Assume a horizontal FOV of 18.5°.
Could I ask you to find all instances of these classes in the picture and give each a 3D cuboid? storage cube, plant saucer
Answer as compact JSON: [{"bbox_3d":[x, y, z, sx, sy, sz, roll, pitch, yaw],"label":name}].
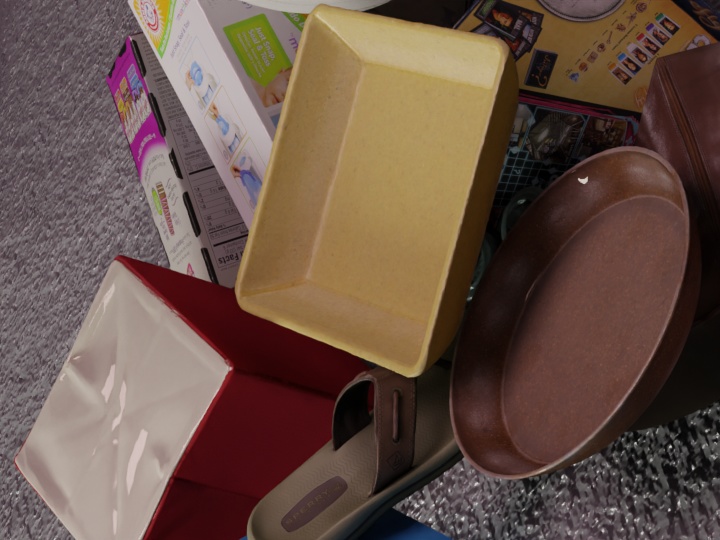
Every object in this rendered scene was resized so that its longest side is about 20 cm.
[{"bbox_3d":[-0.098,0.117,1.495,0.200,0.179,0.171,39,105,47],"label":"storage cube"},{"bbox_3d":[0.123,0.028,1.222,0.200,0.034,0.201,-44,31,34],"label":"plant saucer"},{"bbox_3d":[0.018,-0.050,1.340,0.200,0.048,0.201,19,95,51],"label":"plant saucer"}]

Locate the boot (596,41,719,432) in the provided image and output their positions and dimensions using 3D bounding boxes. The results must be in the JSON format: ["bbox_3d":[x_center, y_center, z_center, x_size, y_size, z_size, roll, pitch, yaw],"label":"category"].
[{"bbox_3d":[0.180,-0.027,1.270,0.186,0.064,0.200,-39,40,20],"label":"boot"}]

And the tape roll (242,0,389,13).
[{"bbox_3d":[-0.028,-0.279,1.386,0.203,0.202,0.140,-42,37,39],"label":"tape roll"}]

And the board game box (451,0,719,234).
[{"bbox_3d":[0.118,-0.119,1.370,0.200,0.135,0.035,-46,6,33],"label":"board game box"}]

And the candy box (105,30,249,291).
[{"bbox_3d":[-0.122,-0.073,1.630,0.136,0.061,0.201,150,102,-74],"label":"candy box"}]

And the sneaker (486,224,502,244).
[{"bbox_3d":[0.062,-0.092,1.514,0.104,0.060,0.201,132,142,-56],"label":"sneaker"}]

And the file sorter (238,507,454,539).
[{"bbox_3d":[-0.004,0.230,1.308,0.138,0.123,0.200,-28,20,-20],"label":"file sorter"}]

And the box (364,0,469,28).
[{"bbox_3d":[-0.024,-0.196,1.674,0.200,0.128,0.109,-27,48,50],"label":"box"}]

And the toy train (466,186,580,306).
[{"bbox_3d":[0.097,0.031,1.365,0.200,0.085,0.114,-37,54,39],"label":"toy train"}]

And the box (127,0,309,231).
[{"bbox_3d":[-0.061,-0.143,1.511,0.200,0.112,0.101,61,154,11],"label":"box"}]

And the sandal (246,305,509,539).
[{"bbox_3d":[0.010,0.096,1.302,0.201,0.057,0.080,-43,40,-9],"label":"sandal"}]
